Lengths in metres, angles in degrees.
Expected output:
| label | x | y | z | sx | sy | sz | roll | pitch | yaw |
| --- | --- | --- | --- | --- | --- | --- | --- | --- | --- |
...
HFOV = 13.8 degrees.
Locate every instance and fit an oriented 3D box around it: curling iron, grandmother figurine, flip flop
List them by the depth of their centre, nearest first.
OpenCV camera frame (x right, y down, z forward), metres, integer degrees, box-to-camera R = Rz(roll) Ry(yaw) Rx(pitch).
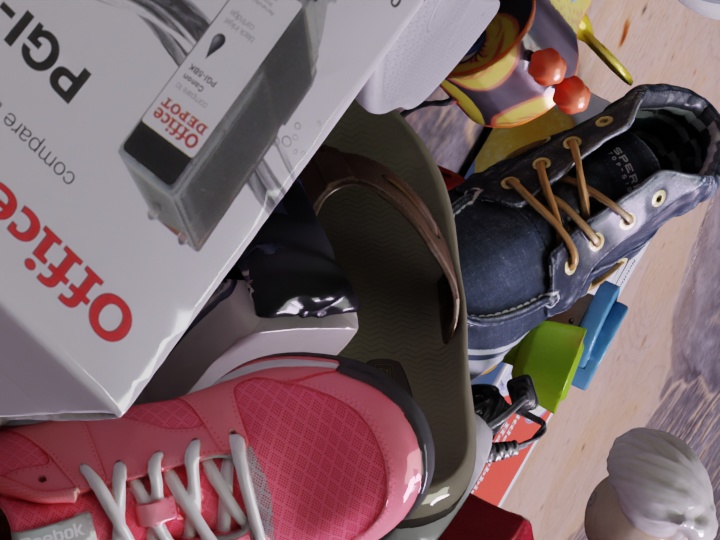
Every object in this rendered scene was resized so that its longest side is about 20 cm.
| label | x | y | z | sx | sy | sz | roll | pitch | yaw |
| --- | --- | --- | --- | --- | --- | --- | --- | --- | --- |
| flip flop | 0.000 | 0.000 | 1.073 | 0.058 | 0.081 | 0.201 | 92 | -9 | -51 |
| grandmother figurine | 0.085 | 0.157 | 1.163 | 0.121 | 0.060 | 0.201 | 178 | -65 | -81 |
| curling iron | 0.010 | 0.061 | 1.196 | 0.049 | 0.200 | 0.026 | -22 | 99 | -30 |

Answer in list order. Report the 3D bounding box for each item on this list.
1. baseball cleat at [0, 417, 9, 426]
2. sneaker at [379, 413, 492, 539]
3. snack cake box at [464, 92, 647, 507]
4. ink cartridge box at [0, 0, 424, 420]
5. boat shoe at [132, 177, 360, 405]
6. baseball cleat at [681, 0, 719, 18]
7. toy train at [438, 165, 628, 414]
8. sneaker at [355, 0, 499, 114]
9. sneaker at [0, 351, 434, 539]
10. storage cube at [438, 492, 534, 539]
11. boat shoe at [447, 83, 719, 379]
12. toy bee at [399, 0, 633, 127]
| label | x | y | z | sx | sy | sz | roll | pitch | yaw |
| --- | --- | --- | --- | --- | --- | --- | --- | --- | --- |
| baseball cleat | -0.097 | -0.046 | 0.950 | 0.201 | 0.069 | 0.106 | -65 | 172 | 27 |
| sneaker | -0.041 | 0.097 | 1.058 | 0.200 | 0.085 | 0.073 | -39 | -171 | -18 |
| snack cake box | 0.069 | 0.017 | 1.412 | 0.201 | 0.067 | 0.115 | -60 | 162 | -8 |
| ink cartridge box | -0.075 | -0.078 | 0.814 | 0.147 | 0.083 | 0.200 | 44 | 67 | -24 |
| boat shoe | -0.074 | 0.021 | 1.063 | 0.074 | 0.093 | 0.200 | -1 | 151 | -40 |
| baseball cleat | 0.107 | -0.158 | 1.084 | 0.199 | 0.106 | 0.070 | 28 | 76 | -33 |
| toy train | 0.042 | 0.025 | 1.241 | 0.200 | 0.115 | 0.085 | -41 | 153 | -72 |
| sneaker | -0.009 | -0.108 | 0.998 | 0.071 | 0.099 | 0.200 | -51 | 176 | 2 |
| sneaker | -0.073 | 0.079 | 0.960 | 0.087 | 0.199 | 0.074 | -35 | 114 | -64 |
| storage cube | -0.040 | 0.169 | 1.186 | 0.180 | 0.170 | 0.200 | -57 | 159 | -20 |
| boat shoe | 0.076 | -0.024 | 1.180 | 0.091 | 0.071 | 0.200 | -37 | 178 | 32 |
| toy bee | 0.064 | -0.096 | 1.168 | 0.131 | 0.108 | 0.201 | 18 | 89 | -41 |
